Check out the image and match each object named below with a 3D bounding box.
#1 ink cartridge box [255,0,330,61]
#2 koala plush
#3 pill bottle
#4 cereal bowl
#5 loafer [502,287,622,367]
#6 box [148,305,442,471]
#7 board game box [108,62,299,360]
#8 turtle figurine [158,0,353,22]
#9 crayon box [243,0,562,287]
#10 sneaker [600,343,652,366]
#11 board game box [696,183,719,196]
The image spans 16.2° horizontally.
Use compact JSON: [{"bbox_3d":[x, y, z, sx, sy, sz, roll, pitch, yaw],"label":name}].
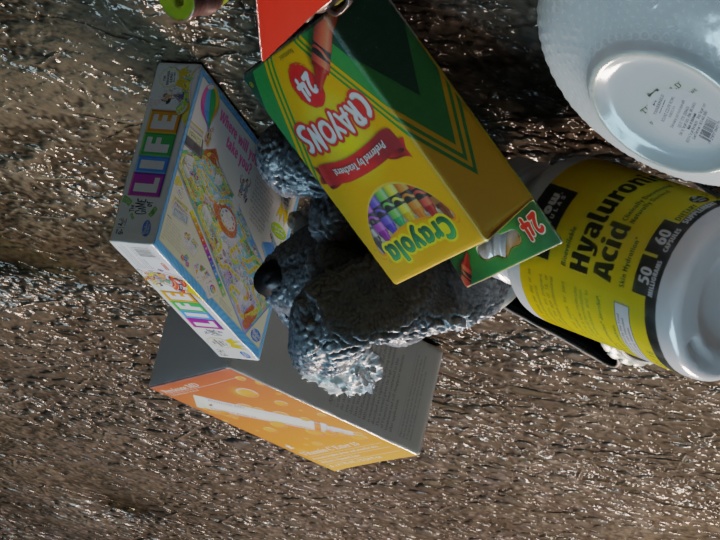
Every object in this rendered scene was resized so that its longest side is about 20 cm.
[{"bbox_3d":[0.037,-0.182,1.244,0.047,0.200,0.160,47,166,15],"label":"ink cartridge box"},{"bbox_3d":[0.000,0.000,1.757,0.183,0.179,0.200,-4,163,-23],"label":"koala plush"},{"bbox_3d":[0.162,-0.009,1.602,0.199,0.112,0.111,21,170,45],"label":"pill bottle"},{"bbox_3d":[0.182,-0.115,1.383,0.199,0.084,0.201,22,147,15],"label":"cereal bowl"},{"bbox_3d":[0.120,0.011,1.845,0.199,0.063,0.072,21,158,-18],"label":"loafer"},{"bbox_3d":[-0.052,0.081,2.085,0.199,0.098,0.124,26,156,-29],"label":"box"},{"bbox_3d":[-0.105,-0.038,1.765,0.034,0.135,0.200,5,157,22],"label":"board game box"},{"bbox_3d":[-0.040,-0.168,1.395,0.199,0.065,0.161,4,-167,39],"label":"turtle figurine"},{"bbox_3d":[0.025,-0.071,1.573,0.200,0.051,0.127,53,151,-5],"label":"crayon box"},{"bbox_3d":[0.201,0.010,1.782,0.084,0.077,0.200,-4,153,28],"label":"sneaker"},{"bbox_3d":[0.256,-0.096,1.508,0.134,0.034,0.199,30,154,-35],"label":"board game box"}]
